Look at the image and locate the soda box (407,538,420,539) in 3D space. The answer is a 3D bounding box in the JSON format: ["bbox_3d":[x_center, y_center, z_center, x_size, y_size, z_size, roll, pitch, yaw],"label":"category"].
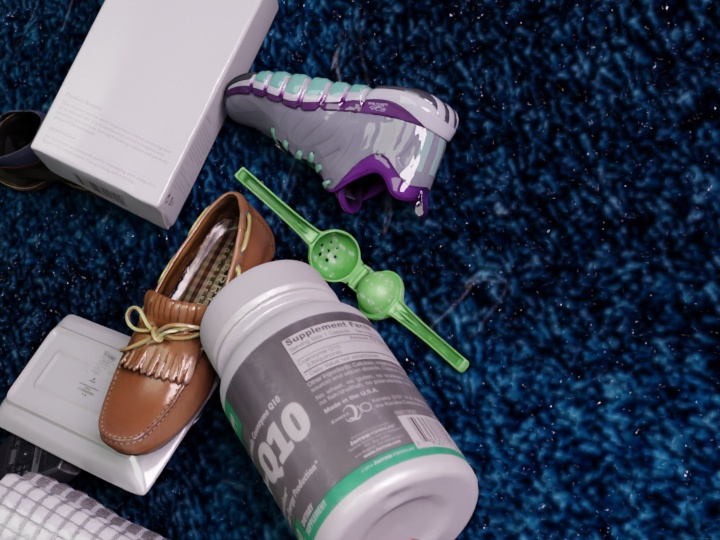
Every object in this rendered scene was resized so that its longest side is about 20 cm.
[{"bbox_3d":[-0.009,0.250,0.872,0.200,0.068,0.064,-43,53,16],"label":"soda box"}]

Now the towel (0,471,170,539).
[{"bbox_3d":[-0.205,0.258,0.982,0.165,0.086,0.201,24,92,15],"label":"towel"}]

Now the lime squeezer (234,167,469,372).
[{"bbox_3d":[0.000,0.000,0.975,0.200,0.071,0.038,42,73,10],"label":"lime squeezer"}]

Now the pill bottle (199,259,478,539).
[{"bbox_3d":[-0.020,0.093,0.917,0.113,0.113,0.200,-46,51,13],"label":"pill bottle"}]

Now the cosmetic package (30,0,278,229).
[{"bbox_3d":[-0.153,-0.149,1.098,0.113,0.081,0.201,26,80,4],"label":"cosmetic package"}]

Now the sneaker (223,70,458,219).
[{"bbox_3d":[-0.028,-0.089,1.025,0.199,0.074,0.088,10,83,38],"label":"sneaker"}]

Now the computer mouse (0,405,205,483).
[{"bbox_3d":[-0.198,0.132,1.093,0.199,0.034,0.059,-18,46,25],"label":"computer mouse"}]

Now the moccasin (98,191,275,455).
[{"bbox_3d":[-0.124,0.036,1.009,0.073,0.078,0.202,22,68,27],"label":"moccasin"}]

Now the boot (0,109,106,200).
[{"bbox_3d":[-0.284,-0.112,1.207,0.199,0.097,0.075,9,77,38],"label":"boot"}]

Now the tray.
[{"bbox_3d":[-0.199,0.092,1.085,0.200,0.022,0.108,15,65,43],"label":"tray"}]
